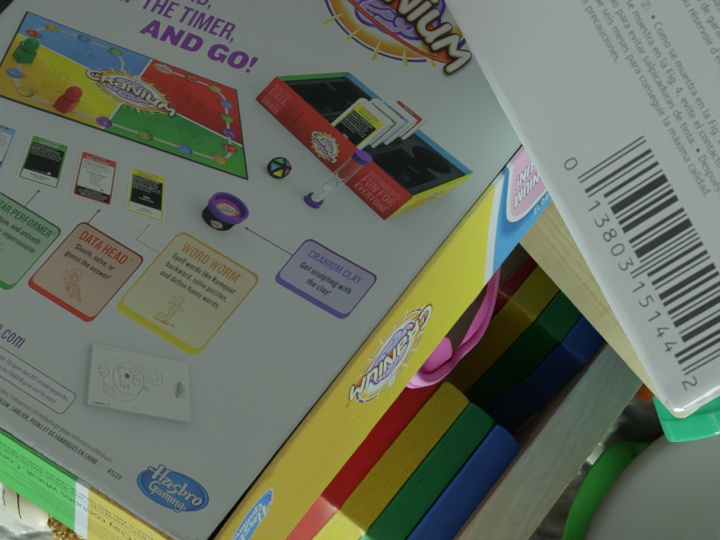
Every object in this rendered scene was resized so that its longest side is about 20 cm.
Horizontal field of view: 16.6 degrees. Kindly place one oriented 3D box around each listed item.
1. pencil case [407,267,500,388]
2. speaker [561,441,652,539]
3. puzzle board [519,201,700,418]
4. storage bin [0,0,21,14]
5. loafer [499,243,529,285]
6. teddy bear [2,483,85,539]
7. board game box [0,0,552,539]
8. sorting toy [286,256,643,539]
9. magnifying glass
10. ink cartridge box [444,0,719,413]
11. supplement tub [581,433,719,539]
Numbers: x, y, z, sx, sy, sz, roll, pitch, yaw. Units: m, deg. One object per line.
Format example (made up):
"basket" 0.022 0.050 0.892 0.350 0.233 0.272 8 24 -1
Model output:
"pencil case" -0.049 -0.037 0.761 0.199 0.094 0.091 20 -165 23
"speaker" 0.186 0.136 1.020 0.199 0.089 0.088 20 148 -14
"puzzle board" 0.071 -0.062 0.711 0.200 0.017 0.151 49 142 0
"storage bin" -0.181 -0.119 0.683 0.134 0.146 0.200 -14 143 18
"loafer" 0.000 0.000 0.863 0.071 0.073 0.200 -17 -179 -38
"teddy bear" -0.103 0.037 0.903 0.067 0.145 0.200 -24 158 -23
"board game box" -0.039 -0.026 0.671 0.153 0.200 0.040 31 156 21
"sorting toy" 0.016 0.083 0.899 0.070 0.200 0.199 40 142 1
"magnifying glass" 0.126 0.035 0.850 0.079 0.022 0.200 -21 179 -7
"ink cartridge box" 0.100 -0.093 0.589 0.176 0.201 0.045 -33 171 34
"supplement tub" 0.185 0.145 0.885 0.200 0.146 0.145 29 144 -34
